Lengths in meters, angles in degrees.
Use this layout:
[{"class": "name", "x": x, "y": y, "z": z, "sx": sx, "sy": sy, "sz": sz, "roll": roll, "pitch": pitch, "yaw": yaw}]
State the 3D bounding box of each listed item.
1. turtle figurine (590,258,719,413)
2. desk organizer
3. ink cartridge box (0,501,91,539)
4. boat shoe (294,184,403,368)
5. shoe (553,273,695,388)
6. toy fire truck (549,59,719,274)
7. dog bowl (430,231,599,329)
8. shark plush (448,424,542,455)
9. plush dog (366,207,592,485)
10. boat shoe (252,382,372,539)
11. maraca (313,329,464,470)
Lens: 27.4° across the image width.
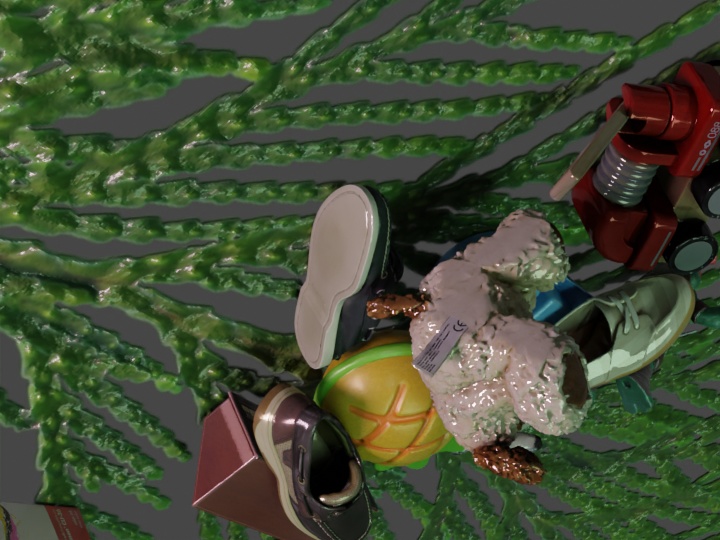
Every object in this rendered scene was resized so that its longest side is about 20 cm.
[{"class": "turtle figurine", "x": 0.284, "y": 0.050, "z": 1.393, "sx": 0.200, "sy": 0.101, "sz": 0.150, "roll": -41, "pitch": -169, "yaw": -30}, {"class": "desk organizer", "x": -0.075, "y": 0.186, "z": 1.323, "sx": 0.077, "sy": 0.072, "sz": 0.200, "roll": -38, "pitch": 143, "yaw": 13}, {"class": "ink cartridge box", "x": -0.331, "y": 0.248, "z": 1.214, "sx": 0.199, "sy": 0.068, "sz": 0.117, "roll": 16, "pitch": 123, "yaw": -47}, {"class": "boat shoe", "x": 0.001, "y": 0.002, "z": 1.159, "sx": 0.066, "sy": 0.075, "sz": 0.200, "roll": -13, "pitch": 141, "yaw": -26}, {"class": "shoe", "x": 0.206, "y": 0.065, "z": 1.298, "sx": 0.199, "sy": 0.070, "sz": 0.053, "roll": -34, "pitch": 153, "yaw": 6}, {"class": "toy fire truck", "x": 0.220, "y": -0.078, "z": 1.197, "sx": 0.199, "sy": 0.129, "sz": 0.177, "roll": 3, "pitch": 133, "yaw": -22}, {"class": "dog bowl", "x": 0.131, "y": 0.029, "z": 1.304, "sx": 0.111, "sy": 0.050, "sz": 0.200, "roll": -43, "pitch": 143, "yaw": 15}, {"class": "shark plush", "x": 0.088, "y": 0.160, "z": 1.417, "sx": 0.199, "sy": 0.091, "sz": 0.083, "roll": -23, "pitch": 174, "yaw": -19}, {"class": "plush dog", "x": 0.093, "y": 0.073, "z": 1.153, "sx": 0.159, "sy": 0.201, "sz": 0.172, "roll": -7, "pitch": 137, "yaw": 4}, {"class": "boat shoe", "x": -0.030, "y": 0.177, "z": 1.238, "sx": 0.073, "sy": 0.065, "sz": 0.200, "roll": -49, "pitch": 138, "yaw": -20}, {"class": "maraca", "x": 0.037, "y": 0.122, "z": 1.292, "sx": 0.136, "sy": 0.107, "sz": 0.200, "roll": -22, "pitch": 142, "yaw": 13}]
